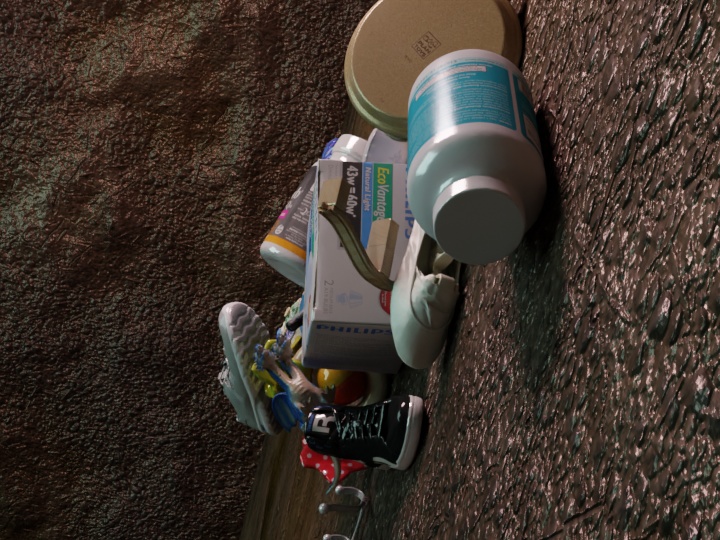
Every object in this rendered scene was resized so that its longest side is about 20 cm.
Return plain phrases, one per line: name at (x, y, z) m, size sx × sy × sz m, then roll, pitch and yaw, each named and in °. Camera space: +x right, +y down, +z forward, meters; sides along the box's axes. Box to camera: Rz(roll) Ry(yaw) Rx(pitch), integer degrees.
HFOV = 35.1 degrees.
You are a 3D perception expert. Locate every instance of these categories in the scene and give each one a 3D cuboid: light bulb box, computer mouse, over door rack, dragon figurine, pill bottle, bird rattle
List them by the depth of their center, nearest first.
pill bottle at (0.092, -0.091, 0.925) m, size 0.200 × 0.110 × 0.111 m, roll -85°, pitch 10°, yaw -54°
over door rack at (-0.032, 0.356, 1.327) m, size 0.200 × 0.066 × 0.148 m, roll -103°, pitch 26°, yaw -75°
light bulb box at (0.000, 0.000, 1.331) m, size 0.200 × 0.124 × 0.199 m, roll 106°, pitch 166°, yaw -70°
dragon figurine at (-0.066, 0.166, 1.361) m, size 0.099 × 0.059 × 0.201 m, roll 29°, pitch 145°, yaw 52°
bird rattle at (-0.040, 0.158, 1.436) m, size 0.163 × 0.200 × 0.113 m, roll -40°, pitch -11°, yaw 10°
computer mouse at (0.050, -0.133, 1.472) m, size 0.200 × 0.044 × 0.110 m, roll 13°, pitch -85°, yaw -73°
pill bottle at (-0.039, -0.077, 1.539) m, size 0.200 × 0.116 × 0.116 m, roll -58°, pitch 3°, yaw -12°

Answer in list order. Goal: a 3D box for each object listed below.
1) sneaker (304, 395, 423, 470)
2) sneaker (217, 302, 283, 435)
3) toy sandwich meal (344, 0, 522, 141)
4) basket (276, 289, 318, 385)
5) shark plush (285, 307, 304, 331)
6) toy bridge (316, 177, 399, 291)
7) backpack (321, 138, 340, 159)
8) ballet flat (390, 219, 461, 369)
sneaker at (-0.004, 0.174, 1.230) m, size 0.200 × 0.111 × 0.073 m, roll 119°, pitch 162°, yaw -68°
sneaker at (-0.161, 0.134, 1.510) m, size 0.075 × 0.082 × 0.201 m, roll -50°, pitch -46°, yaw -52°
toy sandwich meal at (0.077, -0.216, 1.152) m, size 0.070 × 0.204 × 0.206 m, roll 45°, pitch -127°, yaw -62°
basket at (-0.026, 0.084, 1.569) m, size 0.200 × 0.139 × 0.177 m, roll -38°, pitch 21°, yaw 17°
shark plush at (-0.008, 0.023, 1.481) m, size 0.200 × 0.091 × 0.083 m, roll -50°, pitch -13°, yaw -27°
toy bridge at (0.021, -0.020, 1.155) m, size 0.027 × 0.200 × 0.067 m, roll -8°, pitch 60°, yaw 38°
backpack at (-0.004, -0.114, 1.719) m, size 0.200 × 0.134 × 0.183 m, roll -87°, pitch 12°, yaw -70°
ballet flat at (0.076, -0.003, 1.142) m, size 0.069 × 0.069 × 0.201 m, roll 120°, pitch 164°, yaw -68°
